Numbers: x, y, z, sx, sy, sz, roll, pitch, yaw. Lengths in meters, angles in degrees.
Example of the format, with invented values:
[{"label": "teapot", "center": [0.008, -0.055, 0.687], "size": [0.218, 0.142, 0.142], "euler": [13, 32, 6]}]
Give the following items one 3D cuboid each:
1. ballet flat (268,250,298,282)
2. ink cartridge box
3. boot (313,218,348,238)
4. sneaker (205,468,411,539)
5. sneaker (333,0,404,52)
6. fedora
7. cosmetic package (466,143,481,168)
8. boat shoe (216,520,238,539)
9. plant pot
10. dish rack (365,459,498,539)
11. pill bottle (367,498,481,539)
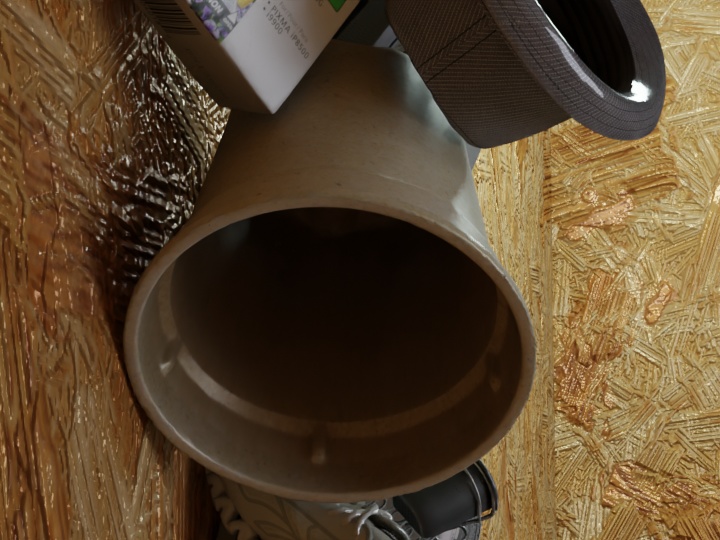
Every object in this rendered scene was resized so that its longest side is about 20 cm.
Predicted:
[{"label": "ballet flat", "center": [-0.030, 0.047, 1.033], "size": [0.057, 0.066, 0.200], "euler": [-53, 157, -7]}, {"label": "ink cartridge box", "center": [-0.030, -0.189, 0.835], "size": [0.201, 0.050, 0.109], "euler": [-54, 129, -20]}, {"label": "boot", "center": [0.000, 0.000, 1.047], "size": [0.201, 0.073, 0.151], "euler": [58, 0, 30]}, {"label": "sneaker", "center": [-0.015, 0.142, 0.896], "size": [0.075, 0.081, 0.201], "euler": [-14, 61, -42]}, {"label": "sneaker", "center": [0.037, -0.190, 1.009], "size": [0.073, 0.199, 0.071], "euler": [54, 36, 0]}, {"label": "fedora", "center": [0.077, -0.129, 0.881], "size": [0.178, 0.090, 0.200], "euler": [54, 26, -7]}, {"label": "cosmetic package", "center": [0.065, -0.100, 1.349], "size": [0.200, 0.051, 0.152], "euler": [-85, -164, -81]}, {"label": "boat shoe", "center": [-0.052, 0.217, 0.922], "size": [0.075, 0.061, 0.201], "euler": [71, 20, -48]}, {"label": "plant pot", "center": [-0.013, -0.016, 0.866], "size": [0.184, 0.198, 0.202], "euler": [-88, 169, -49]}, {"label": "dish rack", "center": [0.012, 0.147, 0.984], "size": [0.153, 0.054, 0.201], "euler": [46, -29, 37]}, {"label": "pill bottle", "center": [0.025, 0.173, 1.176], "size": [0.200, 0.113, 0.115], "euler": [43, 47, -73]}]
